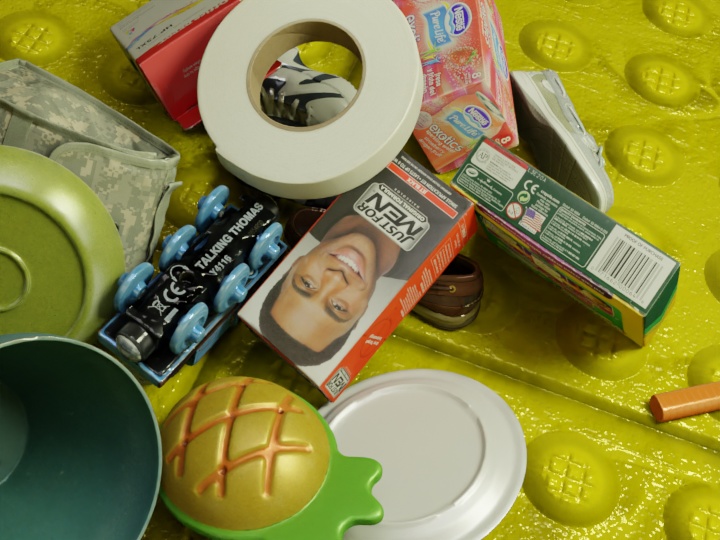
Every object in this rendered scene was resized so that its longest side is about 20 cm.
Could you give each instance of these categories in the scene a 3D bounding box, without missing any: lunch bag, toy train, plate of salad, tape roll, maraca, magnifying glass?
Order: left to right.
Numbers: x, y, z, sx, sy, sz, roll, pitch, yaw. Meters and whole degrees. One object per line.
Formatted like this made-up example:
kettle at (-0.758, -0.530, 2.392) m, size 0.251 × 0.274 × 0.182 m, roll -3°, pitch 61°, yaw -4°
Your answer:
lunch bag at (-0.256, -0.059, 0.966) m, size 0.198 × 0.166 × 0.117 m, roll 26°, pitch 24°, yaw 12°
toy train at (-0.137, 0.017, 0.969) m, size 0.086 × 0.115 × 0.200 m, roll 33°, pitch 54°, yaw 9°
maraca at (-0.074, 0.153, 0.868) m, size 0.198 × 0.108 × 0.137 m, roll 28°, pitch 59°, yaw 30°
tape roll at (-0.044, -0.161, 0.991) m, size 0.199 × 0.037 × 0.207 m, roll -3°, pitch 70°, yaw 9°
plate of salad at (0.037, 0.160, 0.922) m, size 0.196 × 0.049 × 0.202 m, roll -9°, pitch 40°, yaw 7°
magnifying glass at (0.354, 0.108, 1.039) m, size 0.196 × 0.023 × 0.080 m, roll -8°, pitch 54°, yaw -17°

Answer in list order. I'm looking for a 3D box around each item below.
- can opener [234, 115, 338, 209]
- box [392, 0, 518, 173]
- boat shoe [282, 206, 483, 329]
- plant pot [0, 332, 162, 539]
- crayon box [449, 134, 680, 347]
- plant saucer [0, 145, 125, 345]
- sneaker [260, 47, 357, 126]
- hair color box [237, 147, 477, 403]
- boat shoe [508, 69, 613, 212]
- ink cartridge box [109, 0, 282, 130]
can opener at (-0.027, -0.080, 1.099) m, size 0.197 × 0.079 × 0.064 m, roll 21°, pitch 49°, yaw -6°
box at (0.096, -0.216, 1.179) m, size 0.093 × 0.103 × 0.203 m, roll -17°, pitch 48°, yaw 19°
boat shoe at (0.023, -0.017, 1.051) m, size 0.197 × 0.068 × 0.072 m, roll 23°, pitch 52°, yaw 9°
plant pot at (-0.262, 0.136, 0.829) m, size 0.199 × 0.203 × 0.134 m, roll -33°, pitch 27°, yaw -30°
crayon box at (0.184, -0.022, 1.015) m, size 0.199 × 0.172 × 0.059 m, roll 36°, pitch 89°, yaw 18°
plant saucer at (-0.287, 0.002, 0.908) m, size 0.196 × 0.203 × 0.031 m, roll 4°, pitch 25°, yaw -6°
sneaker at (-0.085, -0.156, 1.137) m, size 0.129 × 0.080 × 0.199 m, roll -30°, pitch 62°, yaw -26°
hair color box at (0.000, 0.000, 0.976) m, size 0.101 × 0.061 × 0.201 m, roll 37°, pitch 81°, yaw 19°
boat shoe at (0.211, -0.136, 1.173) m, size 0.064 × 0.075 × 0.203 m, roll -14°, pitch 49°, yaw -14°
ink cartridge box at (-0.162, -0.216, 1.105) m, size 0.115 × 0.068 × 0.200 m, roll -35°, pitch 32°, yaw -6°
